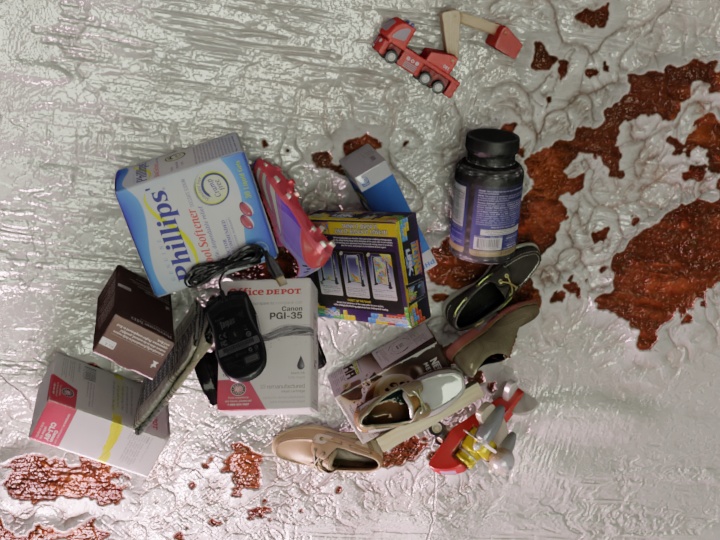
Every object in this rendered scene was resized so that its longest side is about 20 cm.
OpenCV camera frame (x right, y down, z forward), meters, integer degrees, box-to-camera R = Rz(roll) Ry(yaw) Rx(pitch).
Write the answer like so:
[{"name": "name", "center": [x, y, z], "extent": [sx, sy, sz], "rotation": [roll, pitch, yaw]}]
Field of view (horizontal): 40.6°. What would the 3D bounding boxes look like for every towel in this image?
[{"name": "towel", "center": [-0.291, 0.139, 1.521], "extent": [0.034, 0.193, 0.200], "rotation": [36, 103, -16]}]

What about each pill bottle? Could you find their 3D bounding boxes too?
[{"name": "pill bottle", "center": [-0.165, 0.142, 1.588], "extent": [0.199, 0.112, 0.112], "rotation": [-22, 116, -3]}, {"name": "pill bottle", "center": [0.204, -0.120, 1.567], "extent": [0.111, 0.112, 0.201], "rotation": [-2, 114, -12]}]

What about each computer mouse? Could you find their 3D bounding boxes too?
[{"name": "computer mouse", "center": [-0.163, 0.061, 1.436], "extent": [0.140, 0.201, 0.046], "rotation": [-26, 159, -2]}]

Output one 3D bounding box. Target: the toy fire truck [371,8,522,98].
[{"name": "toy fire truck", "center": [0.132, -0.346, 1.487], "extent": [0.199, 0.049, 0.141], "rotation": [28, 104, -21]}]

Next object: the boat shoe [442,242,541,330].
[{"name": "boat shoe", "center": [0.233, 0.032, 1.668], "extent": [0.201, 0.061, 0.072], "rotation": [-39, 116, 5]}]

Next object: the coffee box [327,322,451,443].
[{"name": "coffee box", "center": [0.059, 0.194, 1.688], "extent": [0.199, 0.080, 0.113], "rotation": [-30, 115, 1]}]

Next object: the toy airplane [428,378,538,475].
[{"name": "toy airplane", "center": [0.235, 0.291, 1.724], "extent": [0.199, 0.141, 0.200], "rotation": [-5, 139, -39]}]

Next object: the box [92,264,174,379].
[{"name": "box", "center": [-0.344, 0.074, 1.476], "extent": [0.100, 0.200, 0.075], "rotation": [29, 104, -22]}]

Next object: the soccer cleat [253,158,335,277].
[{"name": "soccer cleat", "center": [-0.117, -0.083, 1.488], "extent": [0.076, 0.067, 0.200], "rotation": [-42, 73, 19]}]

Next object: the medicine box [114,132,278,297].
[{"name": "medicine box", "center": [-0.249, -0.085, 1.483], "extent": [0.199, 0.103, 0.183], "rotation": [-19, 116, -5]}]

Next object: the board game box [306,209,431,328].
[{"name": "board game box", "center": [0.006, -0.006, 1.494], "extent": [0.057, 0.199, 0.167], "rotation": [-24, 111, -45]}]

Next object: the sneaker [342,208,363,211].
[{"name": "sneaker", "center": [0.000, 0.000, 1.589], "extent": [0.080, 0.084, 0.201], "rotation": [-19, 117, -4]}]

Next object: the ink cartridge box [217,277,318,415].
[{"name": "ink cartridge box", "center": [-0.141, 0.117, 1.484], "extent": [0.145, 0.083, 0.202], "rotation": [-2, 76, 4]}]

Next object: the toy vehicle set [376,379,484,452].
[{"name": "toy vehicle set", "center": [0.123, 0.253, 1.707], "extent": [0.199, 0.124, 0.027], "rotation": [-29, 84, 0]}]

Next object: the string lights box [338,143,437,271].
[{"name": "string lights box", "center": [0.045, -0.093, 1.547], "extent": [0.059, 0.103, 0.201], "rotation": [-30, 116, -3]}]

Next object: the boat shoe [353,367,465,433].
[{"name": "boat shoe", "center": [0.085, 0.221, 1.612], "extent": [0.199, 0.068, 0.075], "rotation": [-25, 88, -2]}]

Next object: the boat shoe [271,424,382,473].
[{"name": "boat shoe", "center": [-0.059, 0.319, 1.712], "extent": [0.198, 0.065, 0.072], "rotation": [1, 116, 1]}]

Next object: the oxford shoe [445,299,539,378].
[{"name": "oxford shoe", "center": [0.241, 0.120, 1.675], "extent": [0.199, 0.075, 0.071], "rotation": [-30, 157, -21]}]

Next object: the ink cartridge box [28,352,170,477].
[{"name": "ink cartridge box", "center": [-0.414, 0.232, 1.559], "extent": [0.199, 0.145, 0.084], "rotation": [24, 107, -21]}]
